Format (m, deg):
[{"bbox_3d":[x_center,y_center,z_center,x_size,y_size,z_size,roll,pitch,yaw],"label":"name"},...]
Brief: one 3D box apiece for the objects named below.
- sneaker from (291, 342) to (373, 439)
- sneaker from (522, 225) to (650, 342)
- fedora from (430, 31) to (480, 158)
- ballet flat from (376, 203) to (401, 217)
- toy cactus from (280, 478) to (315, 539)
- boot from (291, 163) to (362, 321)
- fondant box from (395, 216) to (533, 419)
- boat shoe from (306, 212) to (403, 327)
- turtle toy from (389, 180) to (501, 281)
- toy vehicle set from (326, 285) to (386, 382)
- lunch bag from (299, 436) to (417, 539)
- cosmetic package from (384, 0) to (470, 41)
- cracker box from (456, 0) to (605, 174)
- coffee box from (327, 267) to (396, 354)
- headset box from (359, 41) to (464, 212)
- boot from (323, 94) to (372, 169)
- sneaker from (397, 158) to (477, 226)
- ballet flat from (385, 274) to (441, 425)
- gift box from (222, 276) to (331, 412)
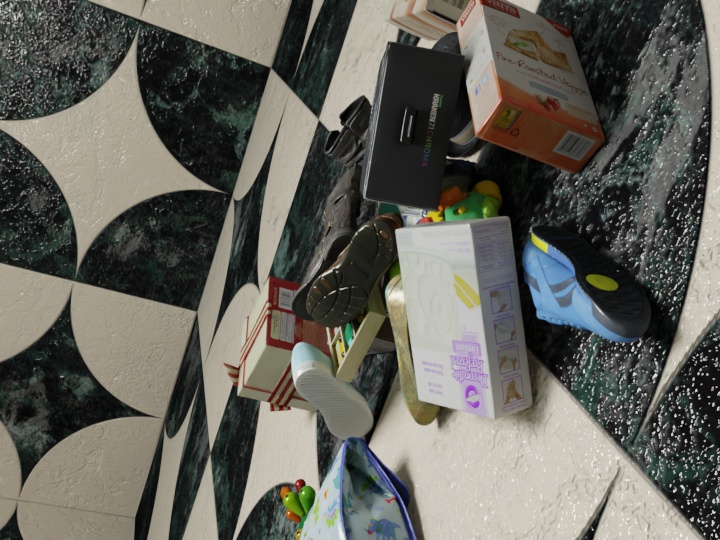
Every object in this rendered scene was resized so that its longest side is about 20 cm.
[{"bbox_3d":[-0.040,0.175,1.176,0.073,0.201,0.083,-25,42,7],"label":"sneaker"},{"bbox_3d":[0.209,0.028,0.748,0.201,0.064,0.080,-116,33,-63],"label":"sneaker"},{"bbox_3d":[0.134,-0.266,1.111,0.200,0.090,0.206,-164,89,-71],"label":"fedora"},{"bbox_3d":[0.061,-0.112,1.277,0.065,0.074,0.203,80,-172,-46],"label":"ballet flat"},{"bbox_3d":[-0.069,0.419,1.234,0.199,0.100,0.170,179,86,-68],"label":"toy cactus"},{"bbox_3d":[-0.041,-0.041,1.188,0.201,0.068,0.176,-56,21,33],"label":"boot"},{"bbox_3d":[0.111,0.048,0.864,0.143,0.057,0.205,0,101,60],"label":"fondant box"},{"bbox_3d":[0.000,0.000,1.056,0.200,0.076,0.074,-48,0,37],"label":"boat shoe"},{"bbox_3d":[0.109,-0.022,0.996,0.201,0.099,0.148,125,153,-45],"label":"turtle toy"},{"bbox_3d":[-0.014,0.049,1.160,0.202,0.026,0.126,-104,35,-54],"label":"toy vehicle set"},{"bbox_3d":[-0.013,0.352,1.034,0.172,0.125,0.202,-64,32,30],"label":"lunch bag"},{"bbox_3d":[0.121,-0.431,1.260,0.200,0.101,0.089,-139,66,-70],"label":"cosmetic package"},{"bbox_3d":[0.184,-0.214,0.873,0.058,0.131,0.203,126,152,-44],"label":"cracker box"},{"bbox_3d":[0.025,0.061,1.204,0.199,0.078,0.116,158,126,-66],"label":"coffee box"},{"bbox_3d":[0.057,-0.169,0.950,0.200,0.090,0.179,-98,18,-81],"label":"headset box"},{"bbox_3d":[0.044,-0.226,1.212,0.201,0.131,0.070,-53,25,-6],"label":"boot"},{"bbox_3d":[0.112,-0.092,1.107,0.200,0.075,0.087,132,138,-66],"label":"sneaker"},{"bbox_3d":[0.079,0.104,0.969,0.071,0.069,0.205,-148,43,-70],"label":"ballet flat"},{"bbox_3d":[-0.143,0.136,1.463,0.187,0.196,0.188,-87,21,-44],"label":"gift box"}]
